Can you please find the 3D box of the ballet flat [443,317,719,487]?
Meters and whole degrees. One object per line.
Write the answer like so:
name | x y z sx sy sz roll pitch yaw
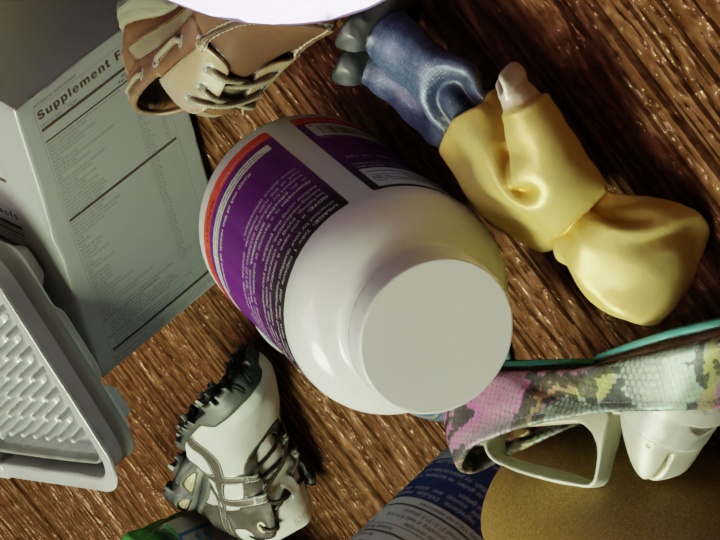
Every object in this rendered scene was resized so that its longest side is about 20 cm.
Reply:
ballet flat | 0.118 0.066 1.335 0.200 0.069 0.071 -12 80 43

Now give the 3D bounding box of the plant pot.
plant pot | 0.152 0.161 1.379 0.200 0.186 0.187 41 154 41

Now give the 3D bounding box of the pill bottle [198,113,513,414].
pill bottle | 0.000 0.000 1.381 0.113 0.112 0.200 64 170 -26

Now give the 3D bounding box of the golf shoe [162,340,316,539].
golf shoe | -0.061 0.110 1.715 0.094 0.078 0.200 37 159 9

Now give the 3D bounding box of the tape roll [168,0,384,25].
tape roll | -0.042 -0.203 1.197 0.200 0.066 0.200 7 130 9

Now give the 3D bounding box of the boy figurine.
boy figurine | 0.075 -0.056 1.309 0.200 0.064 0.124 40 162 14

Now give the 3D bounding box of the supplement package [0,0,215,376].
supplement package | -0.165 -0.062 1.595 0.109 0.114 0.200 27 144 37

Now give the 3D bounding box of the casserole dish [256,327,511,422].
casserole dish | -0.003 0.020 1.549 0.200 0.039 0.121 24 143 40

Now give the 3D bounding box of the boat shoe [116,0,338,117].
boat shoe | -0.064 -0.111 1.412 0.200 0.076 0.072 175 101 -65

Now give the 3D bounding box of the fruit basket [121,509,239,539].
fruit basket | -0.065 0.232 1.790 0.200 0.185 0.094 34 110 19

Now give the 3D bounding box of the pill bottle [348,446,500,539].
pill bottle | 0.041 0.175 1.503 0.111 0.200 0.111 35 149 24

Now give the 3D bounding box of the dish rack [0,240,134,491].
dish rack | -0.211 0.045 1.627 0.200 0.044 0.172 2 127 56
